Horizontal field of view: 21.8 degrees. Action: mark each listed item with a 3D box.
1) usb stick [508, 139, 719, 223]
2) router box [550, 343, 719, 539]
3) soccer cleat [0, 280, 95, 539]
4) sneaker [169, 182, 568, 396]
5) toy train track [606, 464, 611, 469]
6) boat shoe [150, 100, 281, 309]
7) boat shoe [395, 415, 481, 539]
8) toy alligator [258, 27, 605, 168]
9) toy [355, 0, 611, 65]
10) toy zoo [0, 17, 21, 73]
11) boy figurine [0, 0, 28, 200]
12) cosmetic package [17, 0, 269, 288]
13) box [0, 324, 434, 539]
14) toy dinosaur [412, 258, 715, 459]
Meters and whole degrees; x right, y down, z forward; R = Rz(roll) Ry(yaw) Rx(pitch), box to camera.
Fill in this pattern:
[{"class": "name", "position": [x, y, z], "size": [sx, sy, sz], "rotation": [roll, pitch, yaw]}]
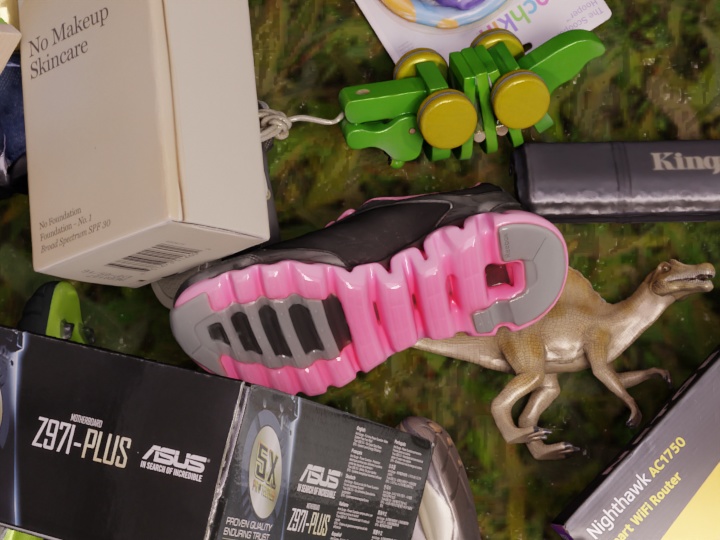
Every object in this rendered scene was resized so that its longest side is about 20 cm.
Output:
[{"class": "usb stick", "position": [0.178, -0.047, 0.982], "size": [0.199, 0.056, 0.033], "rotation": [-1, 127, 0]}, {"class": "router box", "position": [0.215, 0.107, 0.921], "size": [0.149, 0.051, 0.200], "rotation": [44, 82, 3]}, {"class": "soccer cleat", "position": [-0.190, 0.101, 0.962], "size": [0.081, 0.068, 0.201], "rotation": [10, 84, 12]}, {"class": "sneaker", "position": [0.000, 0.000, 0.943], "size": [0.199, 0.096, 0.079], "rotation": [-11, 123, -7]}, {"class": "toy train track", "position": [0.187, 0.098, 0.972], "size": [0.114, 0.033, 0.201], "rotation": [26, 77, -5]}, {"class": "boat shoe", "position": [-0.081, -0.076, 0.989], "size": [0.067, 0.072, 0.201], "rotation": [2, 74, -37]}, {"class": "boat shoe", "position": [0.035, 0.178, 0.953], "size": [0.073, 0.074, 0.201], "rotation": [-18, 77, 14]}, {"class": "toy alligator", "position": [0.033, -0.078, 0.971], "size": [0.199, 0.059, 0.054], "rotation": [-16, 126, -6]}, {"class": "toy", "position": [0.035, -0.193, 1.000], "size": [0.115, 0.047, 0.201], "rotation": [-32, 84, -1]}, {"class": "toy zoo", "position": [-0.276, -0.128, 0.969], "size": [0.200, 0.020, 0.131], "rotation": [42, 110, 18]}, {"class": "boy figurine", "position": [-0.209, -0.138, 0.989], "size": [0.124, 0.064, 0.201], "rotation": [-13, 83, -1]}, {"class": "cosmetic package", "position": [-0.111, -0.102, 0.924], "size": [0.103, 0.073, 0.201], "rotation": [-19, 71, 38]}, {"class": "box", "position": [-0.083, 0.091, 0.869], "size": [0.163, 0.200, 0.087], "rotation": [11, 83, 28]}, {"class": "toy dinosaur", "position": [0.089, 0.044, 0.979], "size": [0.199, 0.058, 0.102], "rotation": [-8, 67, 2]}]
